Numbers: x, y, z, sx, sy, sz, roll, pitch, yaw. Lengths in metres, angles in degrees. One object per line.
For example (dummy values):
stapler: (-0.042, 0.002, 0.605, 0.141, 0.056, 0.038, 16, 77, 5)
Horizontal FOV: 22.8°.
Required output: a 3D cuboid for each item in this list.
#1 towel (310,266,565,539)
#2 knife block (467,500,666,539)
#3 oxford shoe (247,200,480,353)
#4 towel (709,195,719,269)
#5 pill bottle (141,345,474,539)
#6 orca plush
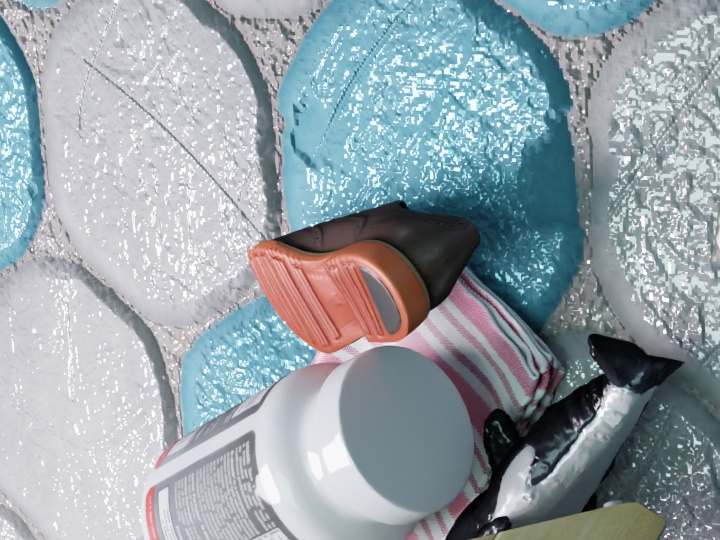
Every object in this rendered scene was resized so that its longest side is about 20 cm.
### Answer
towel: (0.026, 0.082, 1.065, 0.146, 0.030, 0.201, 43, 126, 23)
knife block: (0.069, 0.220, 0.873, 0.198, 0.064, 0.177, -13, 74, 1)
oxford shoe: (0.000, 0.000, 1.014, 0.199, 0.072, 0.072, 5, 127, 61)
towel: (0.263, -0.060, 0.828, 0.192, 0.034, 0.202, 26, 120, 36)
pill bottle: (-0.032, 0.121, 1.033, 0.199, 0.115, 0.117, -32, 82, 47)
orca plush: (0.086, 0.100, 0.965, 0.071, 0.105, 0.201, 46, 137, 26)
